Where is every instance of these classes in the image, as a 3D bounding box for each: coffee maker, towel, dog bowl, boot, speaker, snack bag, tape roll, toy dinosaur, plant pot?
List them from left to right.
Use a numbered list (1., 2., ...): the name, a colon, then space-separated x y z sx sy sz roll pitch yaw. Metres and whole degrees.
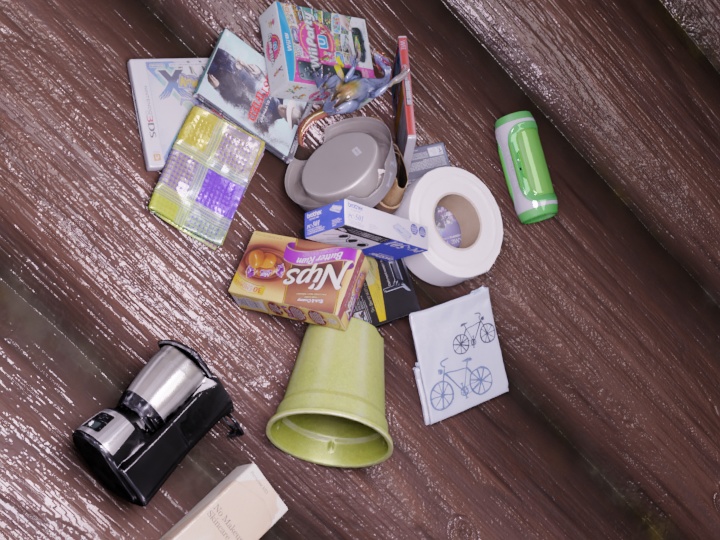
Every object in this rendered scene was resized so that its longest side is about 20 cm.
1. coffee maker: -0.283 0.234 1.402 0.193 0.134 0.200 47 61 -10
2. towel: -0.246 -0.154 1.575 0.142 0.023 0.203 31 71 -24
3. plant pot: -0.036 0.182 1.534 0.197 0.200 0.187 23 54 -21
4. dog bowl: -0.027 -0.164 1.626 0.202 0.197 0.059 -61 139 -26
5. toy dinosaur: -0.016 -0.316 1.667 0.106 0.199 0.180 56 31 9
6. boot: 0.047 -0.202 1.707 0.072 0.076 0.203 5 54 -25
7. tape roll: 0.156 -0.077 1.744 0.199 0.071 0.207 8 72 -26
8. snack bag: 0.168 0.147 1.712 0.186 0.021 0.204 -17 99 -30
9. speaker: 0.317 -0.197 1.876 0.087 0.088 0.204 -9 80 -30

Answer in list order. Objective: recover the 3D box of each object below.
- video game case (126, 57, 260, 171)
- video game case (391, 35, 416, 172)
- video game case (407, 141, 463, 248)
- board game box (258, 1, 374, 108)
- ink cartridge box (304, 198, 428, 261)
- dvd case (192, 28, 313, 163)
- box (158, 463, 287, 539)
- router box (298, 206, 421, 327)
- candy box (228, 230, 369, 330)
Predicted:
1. video game case: -0.272 -0.261 1.610 0.196 0.022 0.186 -8 80 -30
2. video game case: 0.075 -0.286 1.725 0.017 0.144 0.204 -2 68 -5
3. video game case: 0.123 -0.128 1.790 0.141 0.019 0.204 -13 84 -30
4. board game box: -0.073 -0.372 1.707 0.197 0.064 0.151 0 75 -38
5. ink cartridge box: 0.012 -0.062 1.571 0.198 0.093 0.045 15 68 -45
6. dvd case: -0.175 -0.294 1.651 0.199 0.022 0.148 35 56 -26
7. box: -0.211 0.384 1.430 0.200 0.077 0.096 -42 96 -30
8. router box: 0.000 0.000 1.667 0.155 0.052 0.204 -16 84 -30
9. candy box: -0.096 0.014 1.541 0.118 0.196 0.057 -68 153 -24
